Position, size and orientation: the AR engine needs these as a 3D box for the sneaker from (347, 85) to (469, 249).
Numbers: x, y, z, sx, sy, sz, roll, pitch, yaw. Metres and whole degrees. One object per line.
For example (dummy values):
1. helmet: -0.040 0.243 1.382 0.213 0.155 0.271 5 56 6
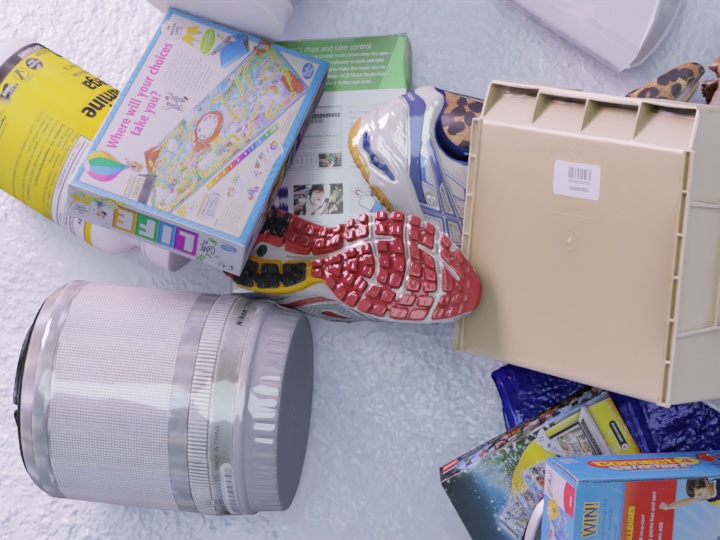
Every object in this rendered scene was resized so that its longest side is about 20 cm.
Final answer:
1. sneaker: 0.076 -0.042 1.392 0.088 0.075 0.201 -32 104 12

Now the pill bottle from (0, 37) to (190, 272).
1. pill bottle: -0.205 -0.085 1.447 0.199 0.112 0.113 31 86 10

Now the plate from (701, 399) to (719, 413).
1. plate: 0.342 0.053 1.369 0.199 0.032 0.201 33 69 4

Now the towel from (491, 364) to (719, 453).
1. towel: 0.209 0.107 1.394 0.198 0.050 0.149 -22 80 4

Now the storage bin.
1. storage bin: 0.171 -0.022 1.303 0.199 0.093 0.201 14 102 46

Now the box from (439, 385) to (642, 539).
1. box: 0.162 0.199 1.354 0.136 0.038 0.201 -28 99 6

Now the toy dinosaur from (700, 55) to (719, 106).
1. toy dinosaur: 0.260 -0.077 1.396 0.085 0.136 0.201 28 119 6

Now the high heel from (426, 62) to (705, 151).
1. high heel: 0.149 -0.131 1.429 0.199 0.071 0.143 -38 80 6

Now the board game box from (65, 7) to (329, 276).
1. board game box: -0.115 -0.099 1.382 0.133 0.034 0.201 20 50 4

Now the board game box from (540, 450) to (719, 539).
1. board game box: 0.219 0.225 1.284 0.194 0.056 0.202 0 102 -16

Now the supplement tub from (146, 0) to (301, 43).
1. supplement tub: -0.084 -0.290 1.438 0.144 0.145 0.202 16 77 10

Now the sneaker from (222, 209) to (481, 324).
1. sneaker: 0.000 0.000 1.370 0.198 0.082 0.079 11 76 29

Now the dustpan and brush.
1. dustpan and brush: 0.214 -0.258 1.455 0.139 0.057 0.201 36 93 24

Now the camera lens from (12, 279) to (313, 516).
1. camera lens: -0.144 0.094 1.386 0.198 0.160 0.162 5 82 8

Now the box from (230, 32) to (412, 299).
1. box: -0.030 -0.080 1.463 0.143 0.036 0.202 -2 82 7

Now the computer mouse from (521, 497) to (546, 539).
1. computer mouse: 0.138 0.244 1.320 0.108 0.044 0.202 5 100 -12
